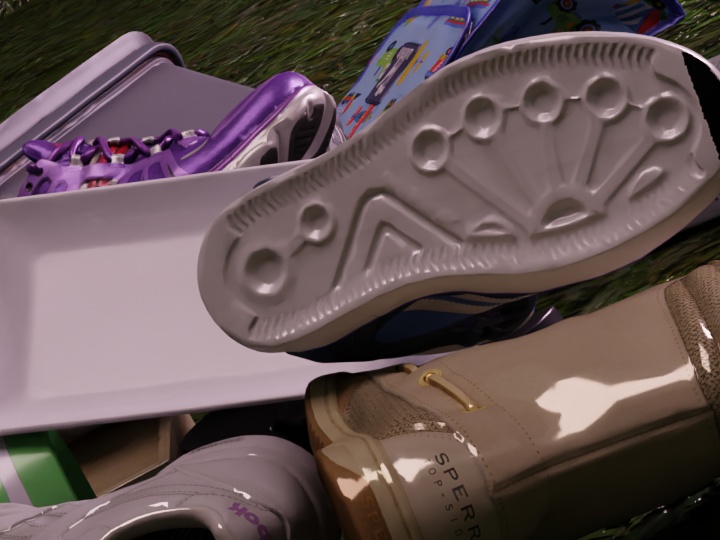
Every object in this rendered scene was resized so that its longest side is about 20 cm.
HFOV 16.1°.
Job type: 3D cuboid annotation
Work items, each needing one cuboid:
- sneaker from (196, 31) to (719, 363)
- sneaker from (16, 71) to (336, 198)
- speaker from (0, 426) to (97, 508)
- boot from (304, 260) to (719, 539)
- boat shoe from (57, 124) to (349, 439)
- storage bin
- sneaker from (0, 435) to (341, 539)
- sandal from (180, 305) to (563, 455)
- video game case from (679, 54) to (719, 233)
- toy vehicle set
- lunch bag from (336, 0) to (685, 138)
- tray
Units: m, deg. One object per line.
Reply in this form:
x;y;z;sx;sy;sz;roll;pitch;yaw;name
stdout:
0.053;-0.023;0.877;0.199;0.081;0.146;-22;-9;23;sneaker
-0.102;-0.032;1.080;0.199;0.084;0.081;-31;-9;16;sneaker
-0.193;0.136;0.983;0.199;0.089;0.088;-29;13;-2;speaker
0.062;0.046;0.828;0.155;0.073;0.200;-23;3;-1;boot
-0.076;0.009;1.149;0.200;0.071;0.064;-40;-28;8;boat shoe
-0.099;-0.015;1.287;0.134;0.146;0.200;13;34;28;storage bin
-0.106;0.114;0.876;0.199;0.075;0.100;-27;3;18;sneaker
-0.004;0.047;1.018;0.199;0.043;0.076;-17;17;40;sandal
0.172;-0.068;1.130;0.181;0.022;0.200;-23;14;23;video game case
-0.163;0.121;1.103;0.199;0.027;0.124;-28;13;3;toy vehicle set
0.060;-0.114;1.436;0.200;0.094;0.150;-44;17;-8;lunch bag
-0.053;0.011;0.982;0.198;0.022;0.108;-7;56;8;tray
